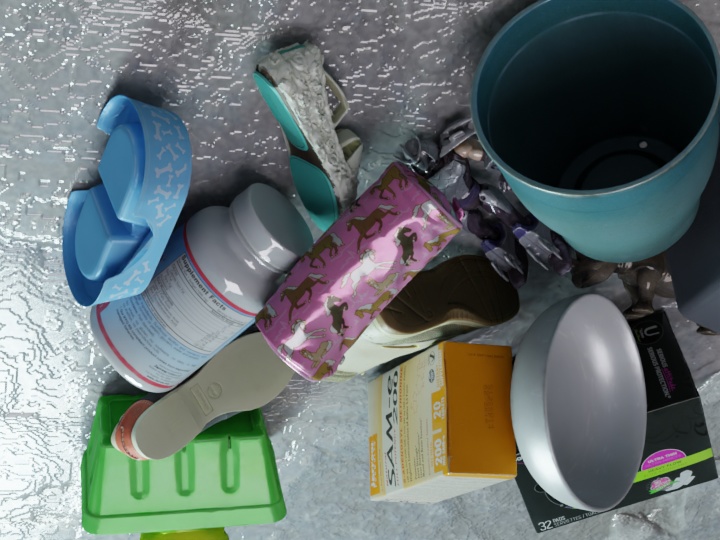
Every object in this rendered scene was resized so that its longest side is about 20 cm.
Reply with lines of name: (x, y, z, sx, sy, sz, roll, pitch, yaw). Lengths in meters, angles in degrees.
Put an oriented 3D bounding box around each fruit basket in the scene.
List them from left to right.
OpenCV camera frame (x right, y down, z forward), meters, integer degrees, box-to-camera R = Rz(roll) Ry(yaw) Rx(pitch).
fruit basket: (-0.178, 0.233, 1.566, 0.215, 0.156, 0.216, -5, 119, -9)

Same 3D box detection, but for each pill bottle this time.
pill bottle: (-0.140, 0.013, 1.399, 0.200, 0.109, 0.109, -39, 129, 22)

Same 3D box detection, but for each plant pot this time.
plant pot: (0.209, -0.106, 1.317, 0.200, 0.200, 0.188, -20, 149, 7)

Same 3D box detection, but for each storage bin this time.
storage bin: (0.353, -0.039, 1.410, 0.145, 0.200, 0.134, 22, 136, -29)

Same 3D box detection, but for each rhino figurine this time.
rhino figurine: (0.273, 0.001, 1.502, 0.200, 0.088, 0.060, 13, 168, -22)

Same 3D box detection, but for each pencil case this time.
pencil case: (0.000, 0.000, 1.343, 0.200, 0.083, 0.087, -49, 158, 8)

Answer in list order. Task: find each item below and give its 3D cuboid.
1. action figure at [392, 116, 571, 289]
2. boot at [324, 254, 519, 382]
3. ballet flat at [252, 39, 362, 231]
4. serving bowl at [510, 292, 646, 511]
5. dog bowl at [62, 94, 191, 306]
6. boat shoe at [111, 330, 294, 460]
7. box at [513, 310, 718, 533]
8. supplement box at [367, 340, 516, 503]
action figure: (0.104, -0.060, 1.412, 0.130, 0.069, 0.200, -31, 128, 31)
boot: (0.043, 0.050, 1.494, 0.200, 0.072, 0.155, -10, 164, -44)
ballet flat: (-0.031, -0.113, 1.337, 0.072, 0.072, 0.200, -17, 136, 4)
serving bowl: (0.193, 0.122, 1.447, 0.066, 0.200, 0.200, -5, 143, 36)
dog bowl: (-0.198, -0.056, 1.326, 0.050, 0.112, 0.200, 2, 134, -33)
boat shoe: (-0.147, 0.117, 1.491, 0.200, 0.063, 0.071, -34, 103, -30)
box: (0.248, 0.157, 1.611, 0.200, 0.124, 0.149, -18, 135, 7)
supplement box: (0.074, 0.150, 1.505, 0.073, 0.126, 0.200, 4, 163, -20)
